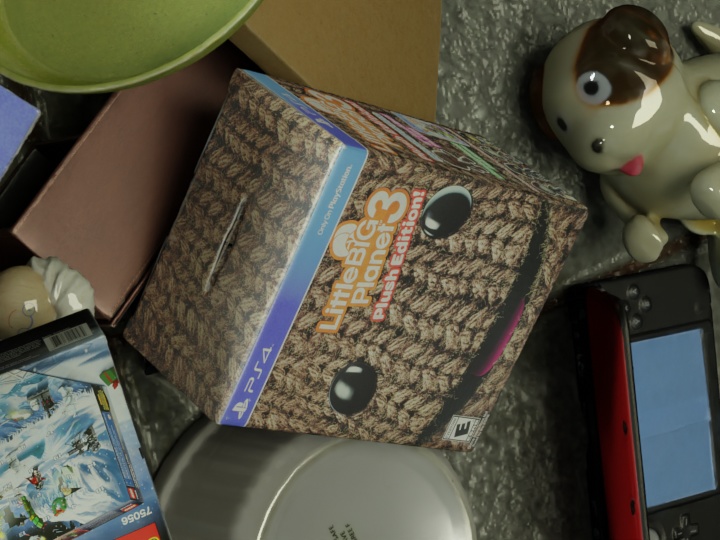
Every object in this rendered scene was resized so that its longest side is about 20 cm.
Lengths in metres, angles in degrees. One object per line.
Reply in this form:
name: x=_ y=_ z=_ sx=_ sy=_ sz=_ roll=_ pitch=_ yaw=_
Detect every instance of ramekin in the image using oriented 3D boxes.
ramekin: x=-0.021 y=0.167 z=1.150 sx=0.201 sy=0.094 sz=0.204 roll=-1 pitch=91 yaw=-35

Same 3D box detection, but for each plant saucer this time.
plant saucer: x=-0.118 y=-0.172 z=1.029 sx=0.201 sy=0.199 sz=0.031 roll=-63 pitch=151 yaw=-16

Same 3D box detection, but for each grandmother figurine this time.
grandmother figurine: x=-0.231 y=0.012 z=0.988 sx=0.199 sy=0.061 sz=0.122 roll=7 pitch=125 yaw=-14

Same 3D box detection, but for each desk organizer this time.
desk organizer: x=-0.121 y=-0.071 z=1.093 sx=0.077 sy=0.072 sz=0.201 roll=43 pitch=68 yaw=-24

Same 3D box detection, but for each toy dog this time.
toy dog: x=0.208 y=-0.099 z=1.280 sx=0.199 sy=0.139 sz=0.195 roll=16 pitch=65 yaw=-33

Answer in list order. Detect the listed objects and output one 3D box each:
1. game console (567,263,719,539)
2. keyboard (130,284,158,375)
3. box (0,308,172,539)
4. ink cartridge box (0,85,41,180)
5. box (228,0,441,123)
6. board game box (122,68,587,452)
game console: x=0.203 y=0.105 z=1.289 sx=0.171 sy=0.118 sz=0.202 roll=-9 pitch=96 yaw=-34
keyboard: x=-0.040 y=0.010 z=1.165 sx=0.199 sy=0.040 sz=0.105 roll=-19 pitch=97 yaw=-32
box: x=-0.198 y=0.117 z=0.943 sx=0.199 sy=0.040 sz=0.138 roll=-21 pitch=116 yaw=-13
ink cartridge box: x=-0.268 y=-0.031 z=0.835 sx=0.197 sy=0.047 sz=0.201 roll=31 pitch=106 yaw=-6
box: x=-0.011 y=-0.153 z=1.125 sx=0.200 sy=0.021 sz=0.165 roll=41 pitch=46 yaw=-49
board game box: x=0.000 y=0.000 z=1.076 sx=0.199 sy=0.097 sz=0.160 roll=10 pitch=110 yaw=-45
